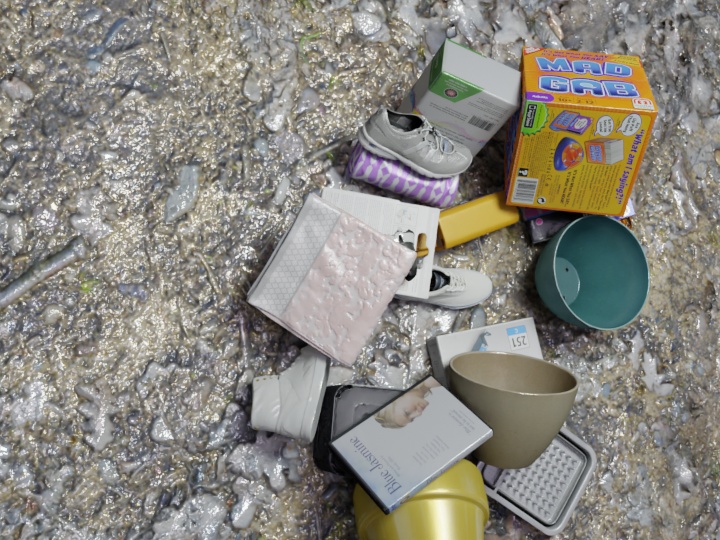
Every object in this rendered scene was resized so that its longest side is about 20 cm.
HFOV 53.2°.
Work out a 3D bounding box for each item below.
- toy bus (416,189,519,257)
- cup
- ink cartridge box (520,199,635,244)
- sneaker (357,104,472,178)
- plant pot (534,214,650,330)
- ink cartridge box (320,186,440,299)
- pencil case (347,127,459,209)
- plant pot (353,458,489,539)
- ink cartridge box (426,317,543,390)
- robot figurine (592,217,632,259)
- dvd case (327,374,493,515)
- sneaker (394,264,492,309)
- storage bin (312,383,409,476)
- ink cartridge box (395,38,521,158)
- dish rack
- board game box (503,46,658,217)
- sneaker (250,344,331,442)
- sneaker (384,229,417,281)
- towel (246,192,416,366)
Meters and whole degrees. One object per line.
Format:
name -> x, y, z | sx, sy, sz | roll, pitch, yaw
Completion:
toy bus -> 0.172, -0.081, 1.252 | 0.200, 0.078, 0.065 | -21, 96, -23
cup -> 0.232, 0.225, 1.132 | 0.200, 0.200, 0.144 | 1, 102, -20
ink cartridge box -> 0.399, -0.120, 1.328 | 0.199, 0.037, 0.095 | -16, 86, 4
sneaker -> 0.100, -0.209, 1.169 | 0.199, 0.082, 0.075 | 11, 53, -21
plant pot -> 0.392, 0.013, 1.289 | 0.200, 0.135, 0.201 | 4, 80, -20
ink cartridge box -> 0.020, -0.041, 1.186 | 0.199, 0.050, 0.161 | 10, 76, -5
pencil case -> 0.077, -0.171, 1.234 | 0.200, 0.084, 0.086 | 16, 105, -18
plant pot -> 0.096, 0.397, 1.037 | 0.200, 0.201, 0.189 | 12, 42, -18
ink cartridge box -> 0.227, 0.185, 1.246 | 0.199, 0.045, 0.177 | -9, 83, -22
robot figurine -> 0.454, -0.128, 1.380 | 0.145, 0.058, 0.201 | -17, 87, -20
dvd case -> 0.071, 0.244, 1.041 | 0.200, 0.143, 0.018 | -30, 136, -22
sneaker -> 0.144, 0.027, 1.230 | 0.199, 0.071, 0.073 | 0, 80, -20
storage bin -> 0.036, 0.255, 1.136 | 0.199, 0.094, 0.136 | 8, 77, -18
ink cartridge box -> 0.155, -0.270, 1.217 | 0.144, 0.200, 0.084 | 19, 57, -16
dish rack -> 0.295, 0.337, 1.237 | 0.200, 0.044, 0.172 | 36, 75, -11
board game box -> 0.359, -0.237, 1.219 | 0.199, 0.200, 0.200 | 7, 41, 5
sneaker -> -0.109, 0.160, 1.109 | 0.115, 0.074, 0.200 | 8, 50, 8
sneaker -> 0.000, 0.000, 1.115 | 0.199, 0.066, 0.091 | -13, 73, -10
towel -> -0.044, 0.013, 1.071 | 0.191, 0.032, 0.200 | 31, 93, -1
